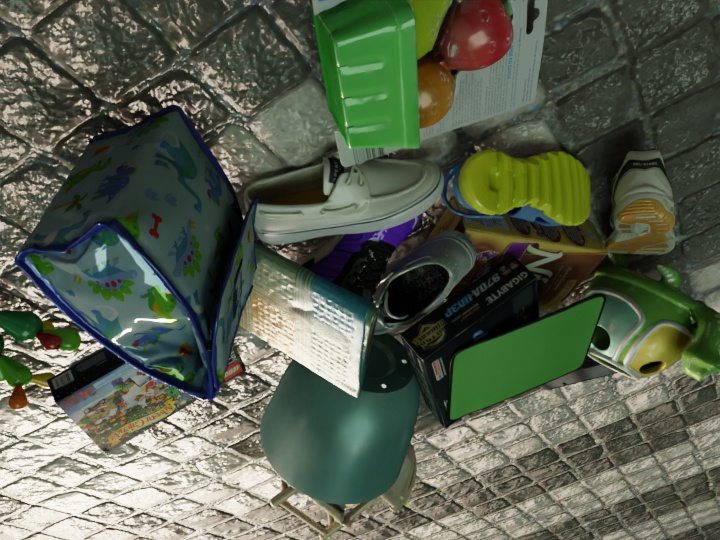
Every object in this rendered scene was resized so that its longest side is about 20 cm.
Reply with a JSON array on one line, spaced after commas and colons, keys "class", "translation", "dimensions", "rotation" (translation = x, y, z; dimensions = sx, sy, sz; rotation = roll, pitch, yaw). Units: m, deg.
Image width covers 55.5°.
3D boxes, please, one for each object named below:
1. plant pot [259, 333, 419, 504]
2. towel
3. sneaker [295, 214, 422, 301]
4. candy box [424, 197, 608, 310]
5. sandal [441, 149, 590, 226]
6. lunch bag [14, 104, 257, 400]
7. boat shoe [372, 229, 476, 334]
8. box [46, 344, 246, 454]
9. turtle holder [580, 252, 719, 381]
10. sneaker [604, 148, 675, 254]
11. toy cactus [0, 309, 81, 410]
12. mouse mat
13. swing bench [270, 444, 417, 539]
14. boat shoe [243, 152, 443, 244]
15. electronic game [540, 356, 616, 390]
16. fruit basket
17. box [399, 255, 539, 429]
[{"class": "plant pot", "translation": [-0.014, 0.167, 0.877], "dimensions": [0.200, 0.201, 0.161], "rotation": [5, 127, -22]}, {"class": "towel", "translation": [-0.073, 0.043, 0.738], "dimensions": [0.200, 0.022, 0.147], "rotation": [29, 138, 18]}, {"class": "sneaker", "translation": [0.000, 0.000, 0.746], "dimensions": [0.069, 0.100, 0.200], "rotation": [23, 130, -39]}, {"class": "candy box", "translation": [0.177, -0.015, 0.816], "dimensions": [0.199, 0.057, 0.117], "rotation": [5, 138, -23]}, {"class": "sandal", "translation": [0.164, -0.086, 0.725], "dimensions": [0.200, 0.080, 0.087], "rotation": [6, 175, -32]}, {"class": "lunch bag", "translation": [-0.163, -0.010, 0.597], "dimensions": [0.127, 0.170, 0.200], "rotation": [-13, 130, 20]}, {"class": "boat shoe", "translation": [0.044, 0.026, 0.766], "dimensions": [0.070, 0.072, 0.201], "rotation": [48, 134, -2]}, {"class": "box", "translation": [-0.246, 0.125, 0.821], "dimensions": [0.200, 0.038, 0.137], "rotation": [-31, 143, -15]}, {"class": "turtle holder", "translation": [0.364, 0.073, 0.864], "dimensions": [0.132, 0.185, 0.141], "rotation": [-59, 151, -3]}, {"class": "sneaker", "translation": [0.319, -0.073, 0.774], "dimensions": [0.075, 0.088, 0.200], "rotation": [1, 167, 14]}, {"class": "toy cactus", "translation": [-0.415, 0.071, 0.735], "dimensions": [0.199, 0.102, 0.165], "rotation": [1, 130, -4]}, {"class": "mouse mat", "translation": [0.193, 0.107, 0.809], "dimensions": [0.200, 0.008, 0.161], "rotation": [-19, 141, -11]}, {"class": "swing bench", "translation": [-0.020, 0.320, 1.106], "dimensions": [0.200, 0.130, 0.199], "rotation": [-22, 140, 10]}, {"class": "boat shoe", "translation": [-0.018, -0.082, 0.674], "dimensions": [0.199, 0.071, 0.070], "rotation": [-10, 144, 6]}, {"class": "electronic game", "translation": [0.352, 0.140, 1.019], "dimensions": [0.199, 0.042, 0.200], "rotation": [-12, 166, -3]}, {"class": "fruit basket", "translation": [0.062, -0.189, 0.569], "dimensions": [0.200, 0.094, 0.185], "rotation": [-24, 143, -11]}, {"class": "box", "translation": [0.138, 0.091, 0.814], "dimensions": [0.159, 0.046, 0.200], "rotation": [-34, 144, -9]}]
